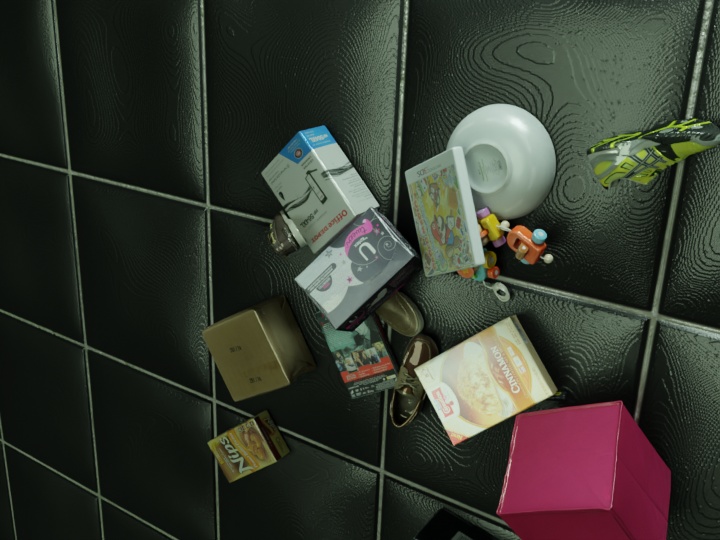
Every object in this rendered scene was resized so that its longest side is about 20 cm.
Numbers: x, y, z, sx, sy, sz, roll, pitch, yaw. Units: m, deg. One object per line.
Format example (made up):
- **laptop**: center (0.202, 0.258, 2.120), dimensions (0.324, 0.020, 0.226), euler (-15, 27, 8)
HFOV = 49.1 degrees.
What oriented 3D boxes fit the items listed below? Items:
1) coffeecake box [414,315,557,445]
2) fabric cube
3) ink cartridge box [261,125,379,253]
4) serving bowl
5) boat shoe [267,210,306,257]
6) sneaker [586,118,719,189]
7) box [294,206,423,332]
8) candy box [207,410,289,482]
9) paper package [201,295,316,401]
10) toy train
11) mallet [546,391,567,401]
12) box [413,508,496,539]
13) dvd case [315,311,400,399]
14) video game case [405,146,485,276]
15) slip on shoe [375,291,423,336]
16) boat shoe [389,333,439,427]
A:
- **coffeecake box**: center (0.221, 0.194, 1.402), dimensions (0.200, 0.073, 0.154), euler (-31, 78, 17)
- **fabric cube**: center (0.367, 0.359, 1.280), dimensions (0.196, 0.200, 0.199), euler (-15, 128, 37)
- **ink cartridge box**: center (-0.080, -0.157, 1.547), dimensions (0.146, 0.084, 0.200), euler (-40, 80, 38)
- **serving bowl**: center (0.224, -0.177, 1.333), dimensions (0.200, 0.066, 0.201), euler (12, 112, 32)
- **boat shoe**: center (-0.155, -0.071, 1.576), dimensions (0.059, 0.200, 0.072), euler (-34, 108, -4)
- **sneaker**: center (0.442, -0.173, 1.181), dimensions (0.200, 0.075, 0.077), euler (-6, 109, 48)
- **box**: center (0.000, 0.000, 1.469), dimensions (0.200, 0.115, 0.132), euler (-43, 75, 7)
- **candy box**: center (-0.271, 0.425, 1.896), dimensions (0.200, 0.055, 0.116), euler (-32, 85, 38)
- **paper package**: center (-0.227, 0.177, 1.753), dimensions (0.200, 0.103, 0.191), euler (-24, 92, 38)
- **toy train**: center (0.231, -0.020, 1.344), dimensions (0.150, 0.056, 0.200), euler (44, 146, 15)
- **mallet**: center (0.273, 0.237, 1.435), dimensions (0.200, 0.066, 0.041), euler (-4, 115, 36)
- **box**: center (0.199, 0.628, 1.586), dimensions (0.200, 0.124, 0.197), euler (24, 120, 27)
- **dvd case**: center (-0.002, 0.159, 1.636), dimensions (0.146, 0.022, 0.200), euler (-23, 92, 38)
- **video game case**: center (0.143, -0.096, 1.374), dimensions (0.182, 0.023, 0.201), euler (164, 94, -66)
- **slip on shoe**: center (0.039, 0.055, 1.546), dimensions (0.200, 0.061, 0.076), euler (51, 127, 11)
- **boat shoe**: center (0.103, 0.221, 1.538), dimensions (0.076, 0.072, 0.201), euler (16, 113, 14)
